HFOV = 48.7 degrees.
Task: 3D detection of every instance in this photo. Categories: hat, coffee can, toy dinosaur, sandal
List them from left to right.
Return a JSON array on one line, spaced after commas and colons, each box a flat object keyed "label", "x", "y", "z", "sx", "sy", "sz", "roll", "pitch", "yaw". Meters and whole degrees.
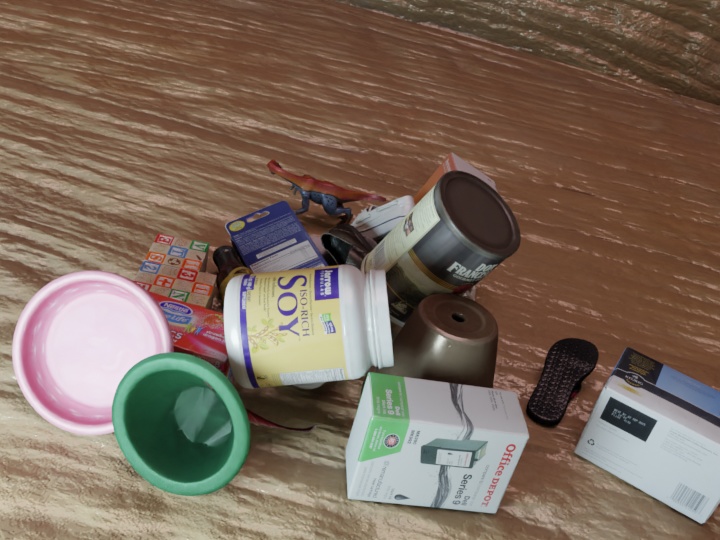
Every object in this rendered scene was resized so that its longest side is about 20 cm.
[{"label": "hat", "x": -0.189, "y": 0.175, "z": 1.002, "sx": 0.201, "sy": 0.165, "sz": 0.176, "roll": 62, "pitch": 13, "yaw": -5}, {"label": "toy dinosaur", "x": -0.085, "y": -0.163, "z": 1.509, "sx": 0.182, "sy": 0.199, "sz": 0.105, "roll": 47, "pitch": 19, "yaw": -44}, {"label": "coffee can", "x": 0.113, "y": -0.027, "z": 1.163, "sx": 0.146, "sy": 0.200, "sz": 0.147, "roll": 22, "pitch": 45, "yaw": -24}, {"label": "sandal", "x": 0.316, "y": 0.178, "z": 1.263, "sx": 0.075, "sy": 0.045, "sz": 0.200, "roll": 23, "pitch": 47, "yaw": 24}]

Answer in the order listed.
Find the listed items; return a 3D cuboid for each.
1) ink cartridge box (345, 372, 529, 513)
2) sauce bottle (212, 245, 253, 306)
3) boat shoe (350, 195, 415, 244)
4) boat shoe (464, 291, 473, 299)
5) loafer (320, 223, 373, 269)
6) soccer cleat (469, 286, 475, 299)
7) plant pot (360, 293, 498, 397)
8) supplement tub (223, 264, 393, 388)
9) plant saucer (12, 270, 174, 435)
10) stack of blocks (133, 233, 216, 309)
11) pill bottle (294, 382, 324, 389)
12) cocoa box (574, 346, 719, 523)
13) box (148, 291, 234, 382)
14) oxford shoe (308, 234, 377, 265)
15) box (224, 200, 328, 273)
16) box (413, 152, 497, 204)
[{"label": "ink cartridge box", "x": 0.092, "y": 0.218, "z": 0.999, "sx": 0.199, "sy": 0.147, "sz": 0.084, "roll": 8, "pitch": 33, "yaw": -9}, {"label": "sauce bottle", "x": -0.191, "y": 0.030, "z": 1.251, "sx": 0.066, "sy": 0.066, "sz": 0.200, "roll": -3, "pitch": 38, "yaw": -26}, {"label": "boat shoe", "x": 0.027, "y": -0.083, "z": 1.416, "sx": 0.199, "sy": 0.066, "sz": 0.073, "roll": -15, "pitch": -16, "yaw": 41}, {"label": "boat shoe", "x": 0.161, "y": 0.071, "z": 1.260, "sx": 0.074, "sy": 0.069, "sz": 0.201, "roll": -21, "pitch": 64, "yaw": -12}, {"label": "loafer", "x": 0.000, "y": 0.000, "z": 1.288, "sx": 0.071, "sy": 0.073, "sz": 0.200, "roll": -6, "pitch": 39, "yaw": -45}, {"label": "soccer cleat", "x": 0.097, "y": 0.037, "z": 1.347, "sx": 0.199, "sy": 0.078, "sz": 0.069, "roll": 8, "pitch": 32, "yaw": -10}, {"label": "plant pot", "x": 0.114, "y": 0.131, "z": 1.119, "sx": 0.199, "sy": 0.175, "sz": 0.201, "roll": 11, "pitch": 31, "yaw": -6}, {"label": "supplement tub", "x": -0.062, "y": 0.069, "z": 1.008, "sx": 0.199, "sy": 0.146, "sz": 0.146, "roll": -6, "pitch": 33, "yaw": 2}, {"label": "plant saucer", "x": -0.328, "y": 0.101, "z": 0.993, "sx": 0.199, "sy": 0.202, "sz": 0.051, "roll": 16, "pitch": 0, "yaw": 2}, {"label": "stack of blocks", "x": -0.283, "y": 0.027, "z": 1.224, "sx": 0.114, "sy": 0.059, "sz": 0.200, "roll": 12, "pitch": 32, "yaw": -5}, {"label": "pill bottle", "x": -0.038, "y": 0.086, "z": 1.182, "sx": 0.112, "sy": 0.113, "sz": 0.200, "roll": 30, "pitch": 35, "yaw": 23}, {"label": "cocoa box", "x": 0.433, "y": 0.229, "z": 1.136, "sx": 0.199, "sy": 0.134, "sz": 0.131, "roll": 27, "pitch": 33, "yaw": 19}, {"label": "box", "x": -0.266, "y": 0.102, "z": 1.080, "sx": 0.199, "sy": 0.096, "sz": 0.100, "roll": 17, "pitch": 31, "yaw": 3}, {"label": "oxford shoe", "x": -0.069, "y": -0.021, "z": 1.395, "sx": 0.199, "sy": 0.071, "sz": 0.072, "roll": 2, "pitch": 76, "yaw": 1}, {"label": "box", "x": -0.137, "y": -0.027, "z": 1.331, "sx": 0.121, "sy": 0.032, "sz": 0.200, "roll": -24, "pitch": 54, "yaw": -14}, {"label": "box", "x": 0.149, "y": -0.077, "z": 1.410, "sx": 0.106, "sy": 0.200, "sz": 0.153, "roll": 29, "pitch": 27, "yaw": -20}]
